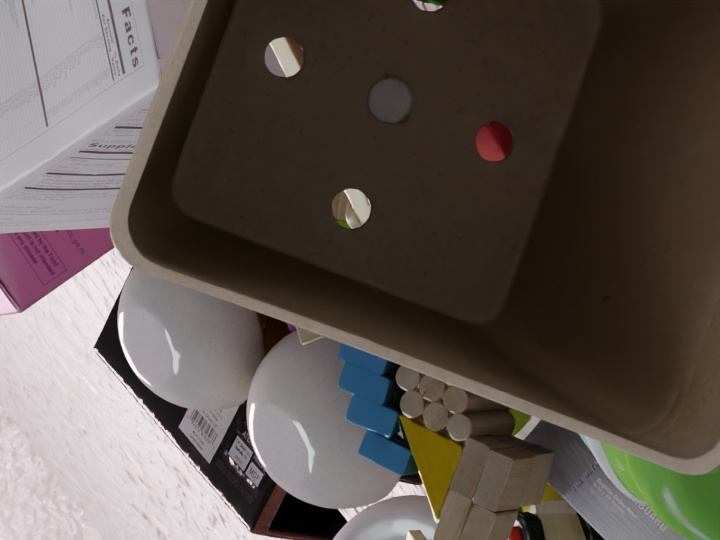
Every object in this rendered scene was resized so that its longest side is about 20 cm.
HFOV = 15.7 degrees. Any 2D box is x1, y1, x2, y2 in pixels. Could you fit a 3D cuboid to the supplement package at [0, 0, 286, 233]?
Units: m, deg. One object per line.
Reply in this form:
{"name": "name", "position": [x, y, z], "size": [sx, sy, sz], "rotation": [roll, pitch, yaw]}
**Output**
{"name": "supplement package", "position": [-0.103, -0.098, 1.130], "size": [0.200, 0.109, 0.114], "rotation": [-25, 74, 50]}

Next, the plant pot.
{"name": "plant pot", "position": [0.030, -0.064, 0.854], "size": [0.199, 0.201, 0.177], "rotation": [21, 175, -12]}

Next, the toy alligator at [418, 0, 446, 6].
{"name": "toy alligator", "position": [0.040, -0.138, 1.027], "size": [0.054, 0.059, 0.200], "rotation": [55, 164, -5]}

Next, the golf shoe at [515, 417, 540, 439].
{"name": "golf shoe", "position": [0.094, 0.080, 1.319], "size": [0.200, 0.073, 0.092], "rotation": [34, 133, 23]}

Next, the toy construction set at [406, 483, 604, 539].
{"name": "toy construction set", "position": [0.083, 0.175, 1.197], "size": [0.200, 0.092, 0.131], "rotation": [59, 143, 27]}

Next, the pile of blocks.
{"name": "pile of blocks", "position": [0.025, 0.025, 1.087], "size": [0.062, 0.082, 0.201], "rotation": [3, -109, -63]}

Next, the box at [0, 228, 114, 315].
{"name": "box", "position": [-0.155, -0.067, 1.480], "size": [0.097, 0.200, 0.176], "rotation": [55, 164, -8]}

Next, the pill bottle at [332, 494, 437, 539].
{"name": "pill bottle", "position": [0.071, 0.185, 1.384], "size": [0.116, 0.116, 0.200], "rotation": [44, -166, 31]}

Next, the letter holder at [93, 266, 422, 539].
{"name": "letter holder", "position": [-0.034, 0.063, 1.471], "size": [0.142, 0.101, 0.200], "rotation": [15, -161, -39]}

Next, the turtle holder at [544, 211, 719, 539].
{"name": "turtle holder", "position": [0.146, 0.028, 0.967], "size": [0.185, 0.141, 0.132], "rotation": [18, -168, -41]}

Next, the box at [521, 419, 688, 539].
{"name": "box", "position": [0.167, 0.135, 1.134], "size": [0.158, 0.048, 0.200], "rotation": [45, -176, 31]}

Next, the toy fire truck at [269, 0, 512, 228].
{"name": "toy fire truck", "position": [0.027, -0.046, 1.004], "size": [0.049, 0.141, 0.201], "rotation": [-18, 90, 39]}

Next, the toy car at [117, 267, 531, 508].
{"name": "toy car", "position": [0.000, 0.000, 1.188], "size": [0.200, 0.175, 0.150], "rotation": [34, 130, 33]}
